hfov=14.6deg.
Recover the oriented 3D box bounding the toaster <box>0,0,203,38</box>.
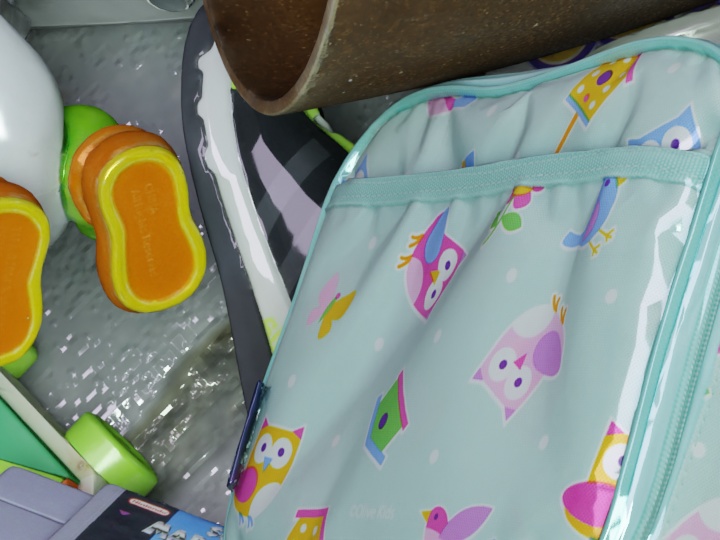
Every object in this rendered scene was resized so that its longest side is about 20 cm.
[{"bbox_3d":[-0.086,-0.174,0.960,0.128,0.114,0.201,-7,66,24],"label":"toaster"}]

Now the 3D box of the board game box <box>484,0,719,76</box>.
[{"bbox_3d":[0.086,-0.084,0.890,0.095,0.030,0.201,-9,65,21],"label":"board game box"}]

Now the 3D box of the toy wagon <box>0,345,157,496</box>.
[{"bbox_3d":[-0.163,0.078,0.918,0.155,0.040,0.200,-47,56,-2],"label":"toy wagon"}]

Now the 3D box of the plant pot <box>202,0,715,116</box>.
[{"bbox_3d":[0.064,-0.142,0.808,0.199,0.187,0.188,-4,58,-17],"label":"plant pot"}]

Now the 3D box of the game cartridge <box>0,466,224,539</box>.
[{"bbox_3d":[-0.041,0.119,0.778,0.199,0.039,0.130,19,33,16],"label":"game cartridge"}]

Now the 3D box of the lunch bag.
[{"bbox_3d":[0.045,0.022,0.726,0.200,0.077,0.161,-4,67,59],"label":"lunch bag"}]

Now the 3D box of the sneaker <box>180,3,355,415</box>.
[{"bbox_3d":[0.000,0.000,0.872,0.082,0.072,0.201,-16,66,4],"label":"sneaker"}]

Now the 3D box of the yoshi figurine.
[{"bbox_3d":[-0.131,-0.023,0.911,0.112,0.112,0.200,-53,38,-1],"label":"yoshi figurine"}]

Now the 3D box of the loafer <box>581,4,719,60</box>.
[{"bbox_3d":[0.163,-0.058,0.813,0.199,0.072,0.063,-16,82,4],"label":"loafer"}]
